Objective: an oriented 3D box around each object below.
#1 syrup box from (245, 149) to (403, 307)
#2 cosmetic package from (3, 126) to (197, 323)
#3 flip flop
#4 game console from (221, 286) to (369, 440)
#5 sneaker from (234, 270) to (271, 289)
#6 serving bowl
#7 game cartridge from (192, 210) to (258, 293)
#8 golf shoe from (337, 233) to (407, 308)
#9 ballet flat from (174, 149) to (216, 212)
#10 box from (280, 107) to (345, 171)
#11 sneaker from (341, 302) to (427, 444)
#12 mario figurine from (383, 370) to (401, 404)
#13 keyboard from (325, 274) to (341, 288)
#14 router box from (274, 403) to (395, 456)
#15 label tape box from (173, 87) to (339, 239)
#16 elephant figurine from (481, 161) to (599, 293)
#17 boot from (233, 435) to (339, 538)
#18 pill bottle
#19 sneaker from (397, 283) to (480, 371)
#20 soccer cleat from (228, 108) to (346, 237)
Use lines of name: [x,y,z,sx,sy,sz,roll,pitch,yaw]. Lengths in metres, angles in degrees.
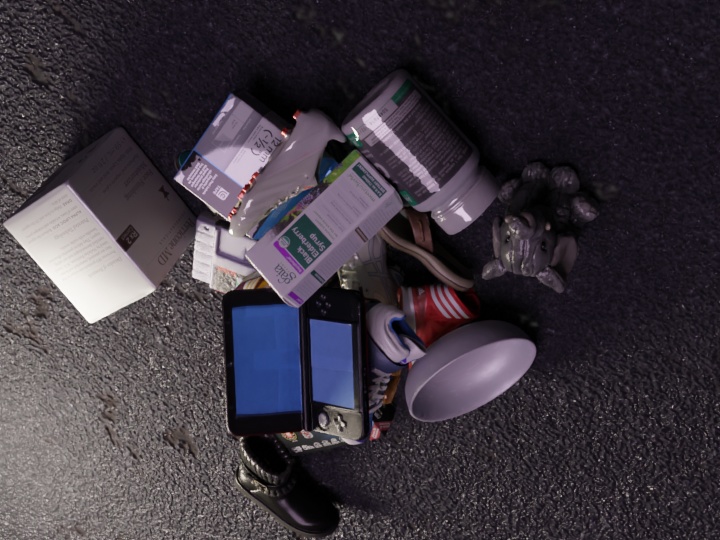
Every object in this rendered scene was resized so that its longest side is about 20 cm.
syrup box: [-0.046,-0.052,1.606,0.079,0.200,0.081,47,179,17]
cosmetic package: [-0.376,-0.066,1.835,0.164,0.165,0.200,-25,113,37]
flip flop: [0.085,-0.049,1.694,0.200,0.081,0.058,39,115,-9]
game console: [-0.086,0.126,1.655,0.171,0.118,0.202,5,100,47]
sneaker: [-0.144,0.049,1.787,0.075,0.090,0.200,37,136,-10]
serving bowl: [0.145,0.131,1.754,0.066,0.199,0.201,61,140,29]
game cartridge: [-0.152,-0.002,1.833,0.198,0.039,0.130,21,132,8]
golf shoe: [0.000,0.000,1.738,0.078,0.098,0.201,-12,127,36]
ballet flat: [-0.178,-0.094,1.741,0.199,0.068,0.064,30,141,1]
box: [-0.112,-0.142,1.738,0.198,0.036,0.144,-6,122,31]
sneaker: [0.026,0.142,1.702,0.145,0.080,0.202,-5,101,31]
mario figurine: [-0.041,0.136,1.802,0.198,0.125,0.106,17,175,6]
keyboard: [-0.078,0.068,1.895,0.127,0.021,0.200,40,131,-8]
router box: [-0.066,0.208,1.959,0.199,0.062,0.150,-18,121,36]
label tape box: [-0.126,-0.124,1.658,0.199,0.066,0.144,38,106,-1]
elephant figurine: [0.210,-0.035,1.555,0.141,0.201,0.156,-24,113,37]
boot: [-0.119,0.356,2.079,0.210,0.080,0.158,28,144,4]
pill bottle: [0.080,-0.149,1.588,0.200,0.113,0.113,46,131,-12]
sneaker: [0.119,0.089,1.780,0.114,0.079,0.201,-8,147,5]
soccer cleat: [-0.097,-0.115,1.592,0.077,0.069,0.201,35,103,-7]
